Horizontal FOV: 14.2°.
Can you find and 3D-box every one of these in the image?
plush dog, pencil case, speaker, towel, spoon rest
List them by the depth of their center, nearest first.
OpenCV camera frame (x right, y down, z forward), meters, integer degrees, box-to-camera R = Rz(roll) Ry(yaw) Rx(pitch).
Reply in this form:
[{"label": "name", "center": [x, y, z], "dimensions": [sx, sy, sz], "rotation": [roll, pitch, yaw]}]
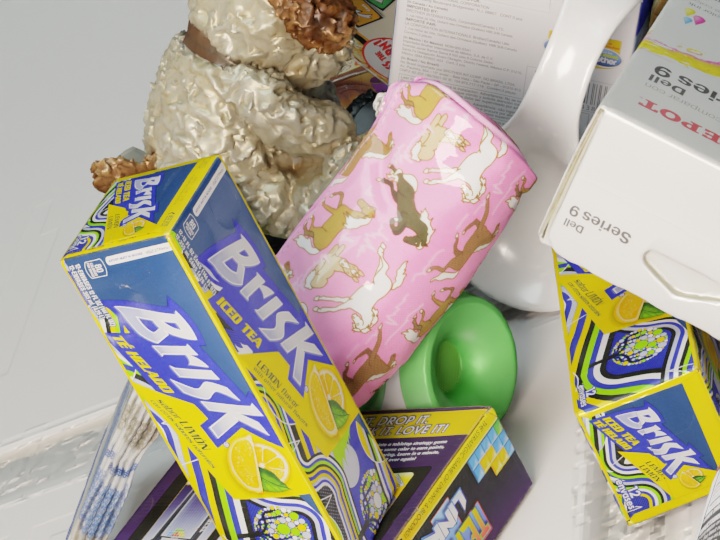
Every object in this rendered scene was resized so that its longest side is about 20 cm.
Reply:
[{"label": "pencil case", "center": [0.000, 0.000, 1.456], "dimensions": [0.200, 0.083, 0.086], "rotation": [-53, 42, 0]}, {"label": "towel", "center": [-0.113, 0.066, 1.537], "dimensions": [0.147, 0.024, 0.201], "rotation": [-77, 10, -55]}, {"label": "spoon rest", "center": [0.098, -0.062, 1.538], "dimensions": [0.099, 0.201, 0.061], "rotation": [23, 33, 13]}, {"label": "speaker", "center": [-0.013, 0.051, 1.562], "dimensions": [0.199, 0.089, 0.089], "rotation": [-1, 38, 45]}, {"label": "plush dog", "center": [-0.059, -0.118, 1.583], "dimensions": [0.159, 0.173, 0.200], "rotation": [6, 18, -20]}]

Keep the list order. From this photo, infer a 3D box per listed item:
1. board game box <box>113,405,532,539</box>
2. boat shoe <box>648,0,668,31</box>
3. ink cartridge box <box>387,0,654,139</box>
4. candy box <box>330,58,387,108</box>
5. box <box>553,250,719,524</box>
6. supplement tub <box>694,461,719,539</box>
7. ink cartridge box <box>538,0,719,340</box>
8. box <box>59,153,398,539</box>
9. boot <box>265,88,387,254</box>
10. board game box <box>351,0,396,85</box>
[{"label": "board game box", "center": [-0.036, 0.144, 1.458], "dimensions": [0.199, 0.057, 0.165], "rotation": [-4, 35, 42]}, {"label": "boat shoe", "center": [0.197, -0.141, 1.573], "dimensions": [0.073, 0.201, 0.064], "rotation": [8, 68, 9]}, {"label": "ink cartridge box", "center": [0.089, -0.125, 1.590], "dimensions": [0.135, 0.201, 0.077], "rotation": [12, 40, 8]}, {"label": "candy box", "center": [0.035, -0.164, 1.920], "dimensions": [0.116, 0.057, 0.201], "rotation": [-17, 31, 24]}, {"label": "box", "center": [0.140, 0.033, 1.435], "dimensions": [0.064, 0.070, 0.200], "rotation": [-21, 28, 10]}, {"label": "supplement tub", "center": [0.191, 0.123, 1.205], "dimensions": [0.106, 0.107, 0.200], "rotation": [-13, 30, 31]}, {"label": "ink cartridge box", "center": [0.188, -0.053, 1.414], "dimensions": [0.145, 0.088, 0.200], "rotation": [27, 33, 7]}, {"label": "box", "center": [-0.058, 0.049, 1.355], "dimensions": [0.064, 0.201, 0.070], "rotation": [-13, 30, 30]}, {"label": "boot", "center": [0.012, -0.037, 1.697], "dimensions": [0.168, 0.077, 0.200], "rotation": [-48, 25, -23]}, {"label": "board game box", "center": [0.069, -0.162, 1.692], "dimensions": [0.200, 0.151, 0.047], "rotation": [-23, 38, 49]}]
